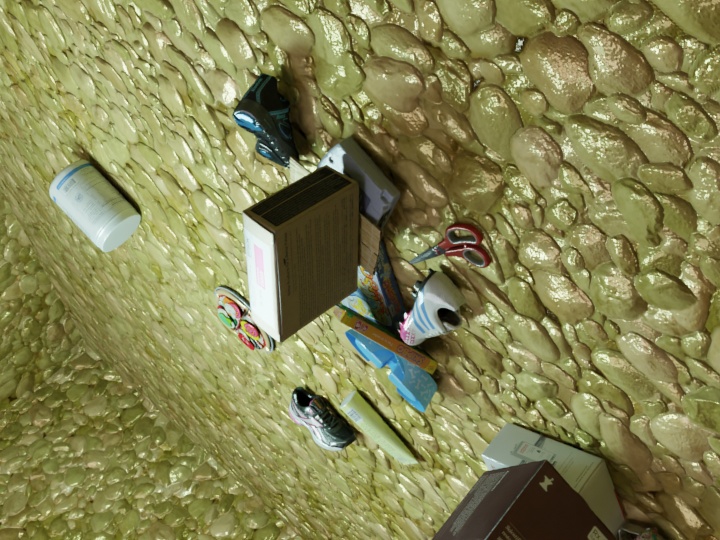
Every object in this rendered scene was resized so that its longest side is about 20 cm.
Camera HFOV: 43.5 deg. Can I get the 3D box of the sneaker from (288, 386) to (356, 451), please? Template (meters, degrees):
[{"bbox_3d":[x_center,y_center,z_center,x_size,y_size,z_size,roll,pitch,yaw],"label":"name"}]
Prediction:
[{"bbox_3d":[-0.097,0.344,2.117,0.198,0.080,0.087,26,138,28],"label":"sneaker"}]

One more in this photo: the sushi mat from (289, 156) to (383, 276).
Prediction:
[{"bbox_3d":[-0.041,-0.082,1.353,0.199,0.012,0.096,41,142,24],"label":"sushi mat"}]

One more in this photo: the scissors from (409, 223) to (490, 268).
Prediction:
[{"bbox_3d":[0.116,-0.037,1.303,0.199,0.014,0.074,4,133,57],"label":"scissors"}]

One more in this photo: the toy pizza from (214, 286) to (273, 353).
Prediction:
[{"bbox_3d":[-0.283,0.124,2.145,0.199,0.032,0.201,37,153,22],"label":"toy pizza"}]

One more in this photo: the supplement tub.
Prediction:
[{"bbox_3d":[-0.650,-0.160,2.209,0.200,0.132,0.132,45,155,6],"label":"supplement tub"}]

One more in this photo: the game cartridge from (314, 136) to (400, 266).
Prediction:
[{"bbox_3d":[-0.019,-0.103,1.350,0.133,0.041,0.201,46,146,11],"label":"game cartridge"}]

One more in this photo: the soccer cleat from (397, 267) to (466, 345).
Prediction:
[{"bbox_3d":[0.112,0.078,1.401,0.086,0.070,0.201,40,154,16],"label":"soccer cleat"}]

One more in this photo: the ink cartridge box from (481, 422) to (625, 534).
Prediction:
[{"bbox_3d":[0.309,0.348,1.458,0.199,0.083,0.148,14,140,49],"label":"ink cartridge box"}]

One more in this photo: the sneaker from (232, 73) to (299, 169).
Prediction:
[{"bbox_3d":[-0.125,-0.219,1.366,0.072,0.083,0.200,21,167,16],"label":"sneaker"}]

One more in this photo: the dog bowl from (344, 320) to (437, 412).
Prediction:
[{"bbox_3d":[0.058,0.165,1.615,0.200,0.050,0.112,45,168,8],"label":"dog bowl"}]

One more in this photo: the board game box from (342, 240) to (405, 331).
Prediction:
[{"bbox_3d":[0.000,0.000,1.509,0.134,0.034,0.202,23,145,41],"label":"board game box"}]

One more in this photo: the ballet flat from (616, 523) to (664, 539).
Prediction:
[{"bbox_3d":[0.422,0.440,1.451,0.200,0.075,0.065,-33,68,61],"label":"ballet flat"}]

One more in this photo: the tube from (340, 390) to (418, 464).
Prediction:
[{"bbox_3d":[0.041,0.344,1.932,0.200,0.052,0.058,46,-163,-4],"label":"tube"}]

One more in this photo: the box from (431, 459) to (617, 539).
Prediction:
[{"bbox_3d":[0.240,0.411,1.366,0.166,0.164,0.200,47,154,-1],"label":"box"}]

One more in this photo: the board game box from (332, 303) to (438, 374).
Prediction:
[{"bbox_3d":[0.033,0.107,1.509,0.198,0.030,0.096,33,180,-11],"label":"board game box"}]

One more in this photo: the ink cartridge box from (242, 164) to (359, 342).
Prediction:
[{"bbox_3d":[-0.081,-0.025,1.291,0.075,0.164,0.202,33,139,32],"label":"ink cartridge box"}]
